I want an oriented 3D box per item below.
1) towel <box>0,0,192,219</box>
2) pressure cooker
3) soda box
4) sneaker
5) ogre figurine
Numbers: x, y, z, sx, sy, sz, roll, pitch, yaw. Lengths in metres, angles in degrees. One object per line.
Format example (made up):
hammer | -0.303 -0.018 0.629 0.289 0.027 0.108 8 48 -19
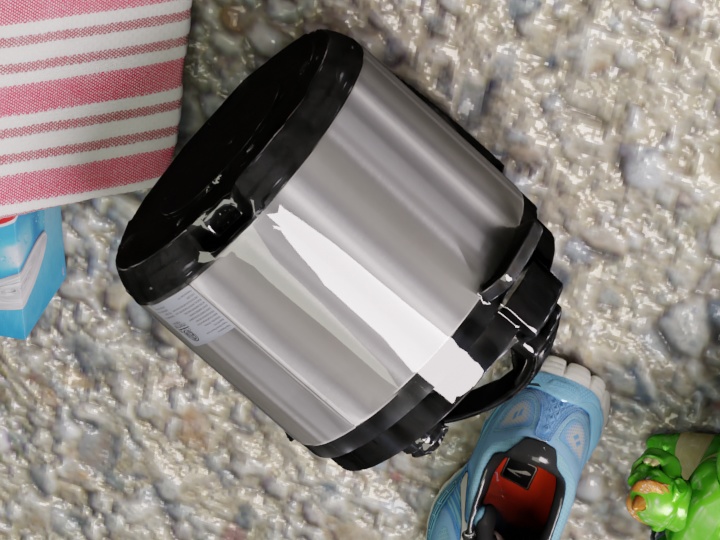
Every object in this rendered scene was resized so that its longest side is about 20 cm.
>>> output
towel | -0.156 -0.118 1.449 0.146 0.030 0.201 -10 126 -26
pressure cooker | -0.002 0.002 1.434 0.200 0.176 0.179 41 97 -14
soda box | -0.204 -0.065 1.529 0.064 0.068 0.201 7 125 13
sneaker | 0.073 0.141 1.560 0.078 0.090 0.201 19 128 6
ogre figurine | 0.194 0.107 1.479 0.098 0.120 0.200 41 125 -11
